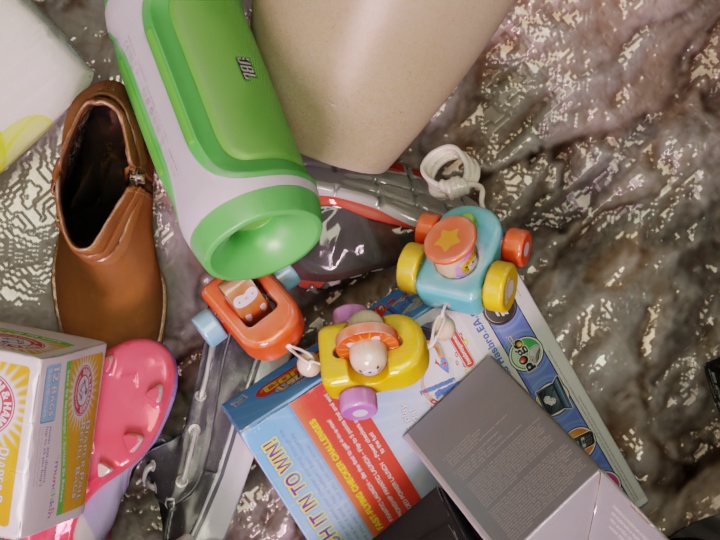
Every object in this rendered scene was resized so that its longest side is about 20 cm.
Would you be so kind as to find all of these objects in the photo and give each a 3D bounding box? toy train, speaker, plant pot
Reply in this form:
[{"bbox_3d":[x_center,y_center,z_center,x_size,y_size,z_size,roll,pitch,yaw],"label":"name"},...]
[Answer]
[{"bbox_3d":[0.000,0.000,1.441,0.200,0.056,0.150,-34,59,-4],"label":"toy train"},{"bbox_3d":[-0.089,-0.096,1.439,0.088,0.088,0.200,-21,63,-2],"label":"speaker"},{"bbox_3d":[0.009,-0.168,1.494,0.187,0.187,0.200,20,104,-3],"label":"plant pot"}]

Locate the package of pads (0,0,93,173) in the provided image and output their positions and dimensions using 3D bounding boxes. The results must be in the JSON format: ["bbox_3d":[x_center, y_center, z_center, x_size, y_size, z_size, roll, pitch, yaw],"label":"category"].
[{"bbox_3d":[-0.281,-0.106,1.493,0.200,0.068,0.155,-44,124,-1],"label":"package of pads"}]

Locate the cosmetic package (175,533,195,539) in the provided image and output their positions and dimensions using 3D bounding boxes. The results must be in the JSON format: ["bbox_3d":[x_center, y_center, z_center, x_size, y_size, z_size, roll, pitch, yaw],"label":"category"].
[{"bbox_3d":[-0.161,0.249,1.460,0.071,0.105,0.200,48,127,-9],"label":"cosmetic package"}]

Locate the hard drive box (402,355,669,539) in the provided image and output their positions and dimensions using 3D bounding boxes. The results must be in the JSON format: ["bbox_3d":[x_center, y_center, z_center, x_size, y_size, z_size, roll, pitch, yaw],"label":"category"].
[{"bbox_3d":[0.125,0.154,1.405,0.077,0.200,0.156,-43,111,1],"label":"hard drive box"}]

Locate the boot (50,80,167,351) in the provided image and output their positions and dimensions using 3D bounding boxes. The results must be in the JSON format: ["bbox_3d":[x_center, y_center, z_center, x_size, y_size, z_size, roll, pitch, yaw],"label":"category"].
[{"bbox_3d":[-0.154,-0.016,1.483,0.077,0.155,0.200,6,94,-3],"label":"boot"}]

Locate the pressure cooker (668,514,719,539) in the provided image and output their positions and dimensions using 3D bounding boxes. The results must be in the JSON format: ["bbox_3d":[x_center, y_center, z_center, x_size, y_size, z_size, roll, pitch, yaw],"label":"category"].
[{"bbox_3d":[0.254,0.241,1.484,0.178,0.200,0.176,-18,95,-2],"label":"pressure cooker"}]

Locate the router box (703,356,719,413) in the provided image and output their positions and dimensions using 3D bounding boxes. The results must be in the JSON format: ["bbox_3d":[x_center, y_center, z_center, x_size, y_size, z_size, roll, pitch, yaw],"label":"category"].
[{"bbox_3d":[0.326,0.049,1.511,0.200,0.150,0.062,-24,92,-3],"label":"router box"}]

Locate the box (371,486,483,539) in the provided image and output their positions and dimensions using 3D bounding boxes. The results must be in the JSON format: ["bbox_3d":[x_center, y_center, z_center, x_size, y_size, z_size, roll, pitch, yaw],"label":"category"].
[{"bbox_3d":[0.062,0.259,1.418,0.148,0.124,0.200,-39,116,5],"label":"box"}]

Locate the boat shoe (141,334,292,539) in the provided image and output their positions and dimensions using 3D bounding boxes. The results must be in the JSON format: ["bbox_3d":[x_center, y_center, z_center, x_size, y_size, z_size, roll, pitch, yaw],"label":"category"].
[{"bbox_3d":[-0.106,0.124,1.530,0.068,0.072,0.200,21,87,-5],"label":"boat shoe"}]

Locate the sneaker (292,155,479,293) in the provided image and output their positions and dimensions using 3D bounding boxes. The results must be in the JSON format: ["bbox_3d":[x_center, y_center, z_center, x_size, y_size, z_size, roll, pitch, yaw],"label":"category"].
[{"bbox_3d":[-0.011,-0.025,1.546,0.200,0.077,0.082,14,115,-1],"label":"sneaker"}]

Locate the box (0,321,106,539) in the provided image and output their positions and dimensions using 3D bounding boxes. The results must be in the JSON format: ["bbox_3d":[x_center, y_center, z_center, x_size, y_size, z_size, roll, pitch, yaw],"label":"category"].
[{"bbox_3d":[-0.265,0.082,1.445,0.200,0.101,0.113,11,96,15],"label":"box"}]

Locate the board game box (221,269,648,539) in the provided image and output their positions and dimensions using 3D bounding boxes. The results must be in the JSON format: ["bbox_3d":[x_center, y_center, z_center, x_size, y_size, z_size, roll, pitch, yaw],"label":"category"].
[{"bbox_3d":[0.048,0.114,1.510,0.196,0.056,0.200,-33,112,-5],"label":"board game box"}]

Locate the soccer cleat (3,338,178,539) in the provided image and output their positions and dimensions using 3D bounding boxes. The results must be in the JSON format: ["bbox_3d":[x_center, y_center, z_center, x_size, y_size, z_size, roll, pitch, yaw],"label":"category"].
[{"bbox_3d":[-0.170,0.130,1.514,0.067,0.076,0.200,28,96,11],"label":"soccer cleat"}]
